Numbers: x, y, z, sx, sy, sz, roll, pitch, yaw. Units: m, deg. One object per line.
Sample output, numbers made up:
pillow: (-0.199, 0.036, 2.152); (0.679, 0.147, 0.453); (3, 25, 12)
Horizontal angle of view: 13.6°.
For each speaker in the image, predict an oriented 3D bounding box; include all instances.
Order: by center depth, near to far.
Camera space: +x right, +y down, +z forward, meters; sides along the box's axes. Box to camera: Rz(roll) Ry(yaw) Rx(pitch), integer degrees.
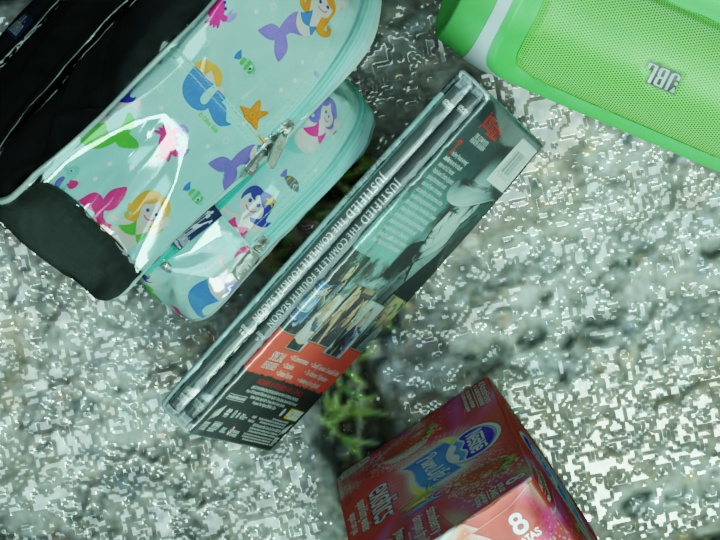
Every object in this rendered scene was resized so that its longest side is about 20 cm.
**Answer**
speaker: (0.140, -0.105, 1.413); (0.199, 0.088, 0.089); (22, 97, -7)

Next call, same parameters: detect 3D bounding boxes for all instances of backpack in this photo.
backpack: (-0.082, -0.087, 1.355); (0.150, 0.177, 0.200); (38, 89, -26)

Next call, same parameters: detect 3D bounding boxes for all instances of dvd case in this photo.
dvd case: (0.000, 0.000, 1.386); (0.022, 0.146, 0.200); (44, 95, 14)

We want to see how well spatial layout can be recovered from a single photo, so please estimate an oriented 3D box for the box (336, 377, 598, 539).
box: (0.057, 0.133, 1.388); (0.095, 0.200, 0.100); (-34, 100, 3)
